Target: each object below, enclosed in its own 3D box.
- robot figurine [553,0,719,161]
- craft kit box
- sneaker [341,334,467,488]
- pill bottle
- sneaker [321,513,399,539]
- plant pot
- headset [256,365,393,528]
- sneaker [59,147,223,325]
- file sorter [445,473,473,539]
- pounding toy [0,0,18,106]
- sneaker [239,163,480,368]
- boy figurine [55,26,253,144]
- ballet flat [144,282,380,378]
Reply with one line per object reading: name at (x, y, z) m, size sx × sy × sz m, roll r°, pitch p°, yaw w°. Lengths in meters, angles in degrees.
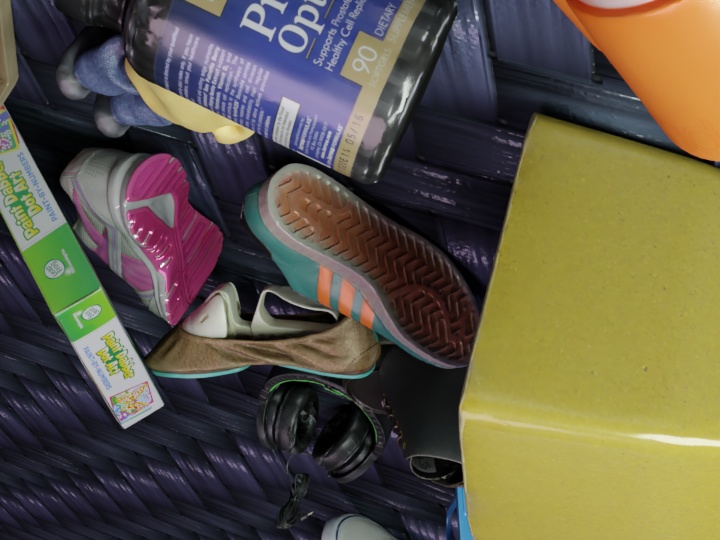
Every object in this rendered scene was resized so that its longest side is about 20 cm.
robot figurine at (0.148, -0.127, 0.627) m, size 0.200 × 0.116 × 0.144 m, roll 44°, pitch -171°, yaw -33°
craft kit box at (-0.233, -0.002, 1.183) m, size 0.201 × 0.048 × 0.198 m, roll 57°, pitch 173°, yaw 28°
sneaker at (0.037, 0.113, 1.197) m, size 0.075 × 0.107 × 0.199 m, roll 39°, pitch 152°, yaw -26°
pill bottle at (-0.057, -0.136, 0.807) m, size 0.198 × 0.113 × 0.112 m, roll 25°, pitch 155°, yaw 1°
sneaker at (0.039, 0.317, 1.645) m, size 0.070 × 0.074 × 0.199 m, roll -11°, pitch 146°, yaw 39°
plant pot at (0.176, 0.056, 0.874) m, size 0.197 × 0.196 × 0.196 m, roll 11°, pitch 152°, yaw 12°
headset at (-0.043, 0.158, 1.376) m, size 0.122 × 0.094 × 0.201 m, roll 25°, pitch 144°, yaw 4°
sneaker at (-0.169, -0.034, 1.160) m, size 0.088 × 0.082 × 0.201 m, roll 23°, pitch 153°, yaw 23°
file sorter at (0.171, 0.241, 1.203) m, size 0.197 × 0.141 × 0.123 m, roll -1°, pitch 160°, yaw -5°
pounding toy at (-0.338, -0.127, 0.988) m, size 0.141 × 0.201 × 0.184 m, roll 25°, pitch 155°, yaw 2°
sneaker at (0.000, 0.000, 1.072) m, size 0.200 × 0.072 × 0.080 m, roll 40°, pitch 157°, yaw -16°
boy figurine at (-0.105, -0.126, 0.929) m, size 0.199 × 0.065 × 0.124 m, roll -2°, pitch 143°, yaw 44°
ballet flat at (-0.081, 0.046, 1.208) m, size 0.197 × 0.068 × 0.073 m, roll 1°, pitch 115°, yaw 15°
